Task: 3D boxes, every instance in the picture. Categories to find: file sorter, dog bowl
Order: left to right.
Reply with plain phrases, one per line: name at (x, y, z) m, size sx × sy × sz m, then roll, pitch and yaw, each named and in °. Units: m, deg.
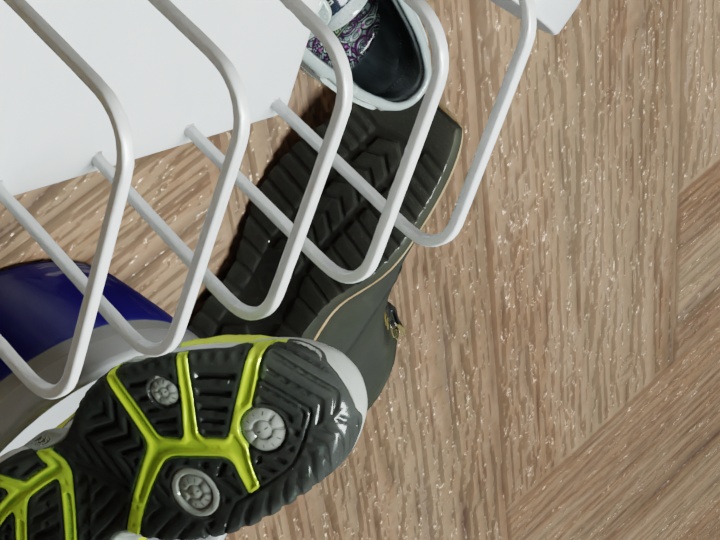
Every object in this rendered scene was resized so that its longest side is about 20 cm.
dog bowl at (-0.144, 0.099, 0.980) m, size 0.200 × 0.079 × 0.200 m, roll -34°, pitch 144°, yaw -30°
file sorter at (-0.054, -0.060, 0.786) m, size 0.200 × 0.125 × 0.139 m, roll -21°, pitch 144°, yaw -40°

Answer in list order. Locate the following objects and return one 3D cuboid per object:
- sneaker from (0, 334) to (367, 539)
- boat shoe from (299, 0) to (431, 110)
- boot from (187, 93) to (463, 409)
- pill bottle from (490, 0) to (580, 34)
sneaker at (-0.072, 0.062, 0.840) m, size 0.200 × 0.075 × 0.076 m, roll -23°, pitch -170°, yaw 38°
boat shoe at (-0.021, -0.129, 0.933) m, size 0.070 × 0.071 × 0.201 m, roll -51°, pitch 147°, yaw -4°
boot at (0.000, 0.000, 1.099) m, size 0.200 × 0.077 × 0.138 m, roll -49°, pitch 155°, yaw 18°
pill bottle at (0.101, -0.212, 0.979) m, size 0.200 × 0.116 × 0.116 m, roll -57°, pitch 149°, yaw 5°
